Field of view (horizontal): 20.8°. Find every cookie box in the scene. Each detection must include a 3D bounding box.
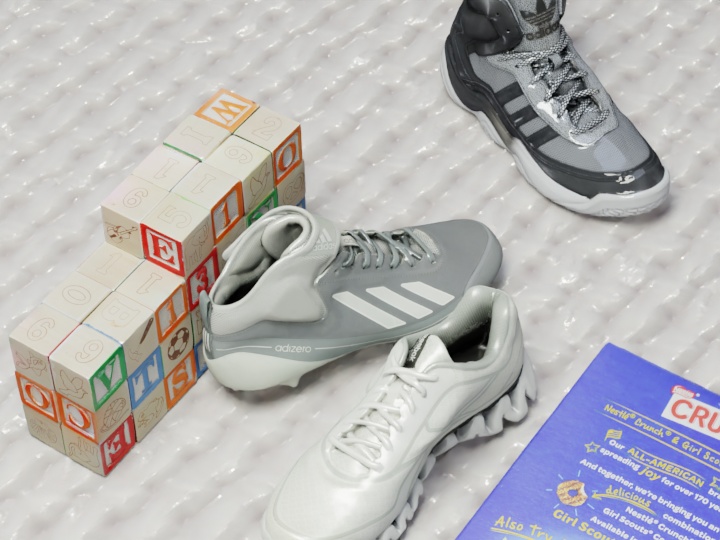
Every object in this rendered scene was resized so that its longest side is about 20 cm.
[{"bbox_3d":[0.148,0.155,0.991,0.170,0.076,0.200,26,53,24],"label":"cookie box"}]

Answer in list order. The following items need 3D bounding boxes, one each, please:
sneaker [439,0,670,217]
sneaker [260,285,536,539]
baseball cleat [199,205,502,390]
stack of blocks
[{"bbox_3d":[0.119,-0.123,1.227,0.075,0.114,0.200,-28,52,-23],"label":"sneaker"},{"bbox_3d":[0.019,0.082,1.062,0.075,0.081,0.200,32,57,26],"label":"sneaker"},{"bbox_3d":[0.000,0.000,1.120,0.199,0.107,0.070,-27,47,-25],"label":"baseball cleat"},{"bbox_3d":[-0.111,0.004,1.113,0.058,0.116,0.200,25,53,23],"label":"stack of blocks"}]
